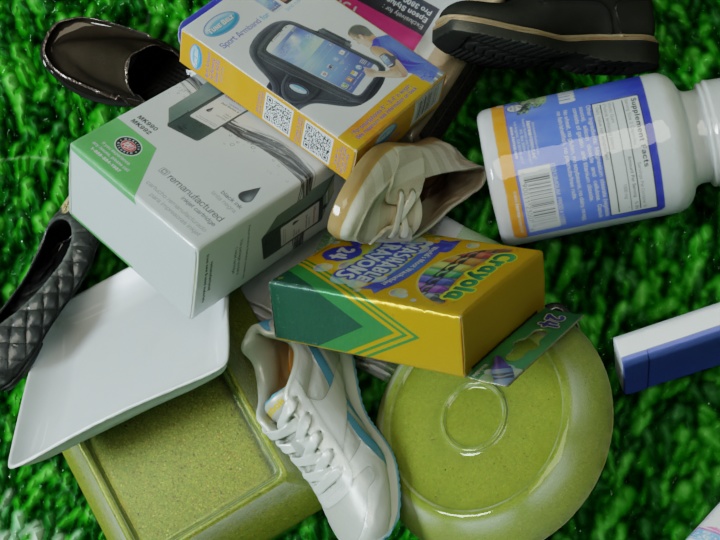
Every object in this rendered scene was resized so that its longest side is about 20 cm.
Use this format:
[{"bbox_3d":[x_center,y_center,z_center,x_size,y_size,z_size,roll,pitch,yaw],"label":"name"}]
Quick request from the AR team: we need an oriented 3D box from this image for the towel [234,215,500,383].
[{"bbox_3d":[0.000,0.000,1.176,0.199,0.031,0.150,25,83,15],"label":"towel"}]

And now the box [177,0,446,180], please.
[{"bbox_3d":[-0.046,-0.166,1.116,0.200,0.042,0.119,37,55,14],"label":"box"}]

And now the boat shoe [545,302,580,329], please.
[{"bbox_3d":[0.124,0.119,1.104,0.071,0.066,0.202,15,80,13],"label":"boat shoe"}]

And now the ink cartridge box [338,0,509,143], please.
[{"bbox_3d":[0.008,-0.209,1.203,0.199,0.075,0.165,30,82,15],"label":"ink cartridge box"}]

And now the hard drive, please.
[{"bbox_3d":[0.287,0.041,1.058,0.199,0.132,0.026,-19,73,6],"label":"hard drive"}]

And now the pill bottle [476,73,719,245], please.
[{"bbox_3d":[0.198,-0.092,1.118,0.199,0.112,0.113,-12,75,7],"label":"pill bottle"}]

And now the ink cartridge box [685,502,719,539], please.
[{"bbox_3d":[0.294,0.243,1.033,0.144,0.085,0.200,43,88,17],"label":"ink cartridge box"}]

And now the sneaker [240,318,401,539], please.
[{"bbox_3d":[-0.033,0.126,1.089,0.077,0.080,0.201,-46,54,36],"label":"sneaker"}]

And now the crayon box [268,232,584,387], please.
[{"bbox_3d":[0.049,0.020,1.056,0.199,0.126,0.052,10,118,32],"label":"crayon box"}]

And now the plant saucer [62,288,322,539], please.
[{"bbox_3d":[-0.143,0.140,1.144,0.199,0.048,0.201,-32,78,5],"label":"plant saucer"}]

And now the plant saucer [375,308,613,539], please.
[{"bbox_3d":[0.091,0.113,1.070,0.199,0.031,0.201,-13,63,27],"label":"plant saucer"}]

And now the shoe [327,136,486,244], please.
[{"bbox_3d":[0.039,-0.062,1.091,0.053,0.200,0.070,26,116,19],"label":"shoe"}]

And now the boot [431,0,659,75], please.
[{"bbox_3d":[0.148,-0.234,1.142,0.199,0.077,0.139,2,85,-30],"label":"boot"}]

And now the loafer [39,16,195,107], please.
[{"bbox_3d":[-0.193,-0.178,1.234,0.199,0.071,0.073,19,80,14],"label":"loafer"}]

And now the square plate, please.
[{"bbox_3d":[-0.180,0.059,1.131,0.197,0.028,0.200,-26,33,14],"label":"square plate"}]

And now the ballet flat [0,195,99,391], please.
[{"bbox_3d":[-0.269,0.007,1.189,0.066,0.057,0.201,-12,47,50],"label":"ballet flat"}]

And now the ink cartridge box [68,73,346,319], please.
[{"bbox_3d":[-0.106,-0.077,1.115,0.146,0.084,0.200,38,52,22],"label":"ink cartridge box"}]
